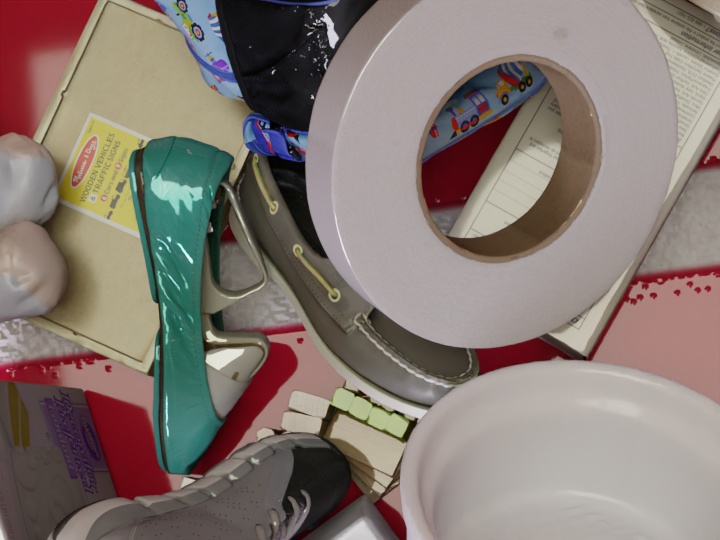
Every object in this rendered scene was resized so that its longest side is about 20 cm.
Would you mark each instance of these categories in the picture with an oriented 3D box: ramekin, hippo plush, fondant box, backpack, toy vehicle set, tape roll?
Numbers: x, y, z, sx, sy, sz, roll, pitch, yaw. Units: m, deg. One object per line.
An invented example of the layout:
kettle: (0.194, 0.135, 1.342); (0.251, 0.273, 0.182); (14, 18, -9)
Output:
ramekin: (0.115, 0.146, 0.933); (0.199, 0.201, 0.098); (12, 128, 8)
hippo plush: (-0.281, -0.024, 1.017); (0.200, 0.161, 0.160); (-34, 65, 14)
fondant box: (-0.183, 0.136, 0.982); (0.058, 0.200, 0.145); (-20, 82, 6)
backpack: (-0.017, -0.146, 1.009); (0.182, 0.199, 0.135); (-35, 122, -34)
toy vehicle set: (-0.137, -0.052, 1.086); (0.124, 0.027, 0.201); (24, 87, 9)
tape roll: (0.069, -0.061, 0.926); (0.202, 0.037, 0.204); (-8, 110, -24)

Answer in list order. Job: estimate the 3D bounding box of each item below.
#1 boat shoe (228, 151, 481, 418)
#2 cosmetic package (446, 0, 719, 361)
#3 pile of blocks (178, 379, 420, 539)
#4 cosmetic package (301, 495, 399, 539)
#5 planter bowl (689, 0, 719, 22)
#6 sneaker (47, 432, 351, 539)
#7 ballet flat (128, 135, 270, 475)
boat shoe: (-0.002, 0.001, 1.012); (0.072, 0.060, 0.202); (-22, 54, -34)
cosmetic package: (0.133, -0.059, 1.032); (0.103, 0.073, 0.201); (31, 88, 9)
pile of blocks: (-0.026, 0.106, 1.038); (0.200, 0.062, 0.082); (-41, 81, 1)
cosmetic package: (-0.049, 0.227, 1.013); (0.200, 0.071, 0.102); (-36, 93, 3)
planter bowl: (0.231, -0.195, 0.987); (0.200, 0.200, 0.135); (31, 107, 9)
sneaker: (-0.054, 0.153, 0.923); (0.115, 0.199, 0.075); (34, 125, 35)
ballet flat: (-0.086, 0.024, 1.024); (0.070, 0.067, 0.201); (-1, 106, 9)
